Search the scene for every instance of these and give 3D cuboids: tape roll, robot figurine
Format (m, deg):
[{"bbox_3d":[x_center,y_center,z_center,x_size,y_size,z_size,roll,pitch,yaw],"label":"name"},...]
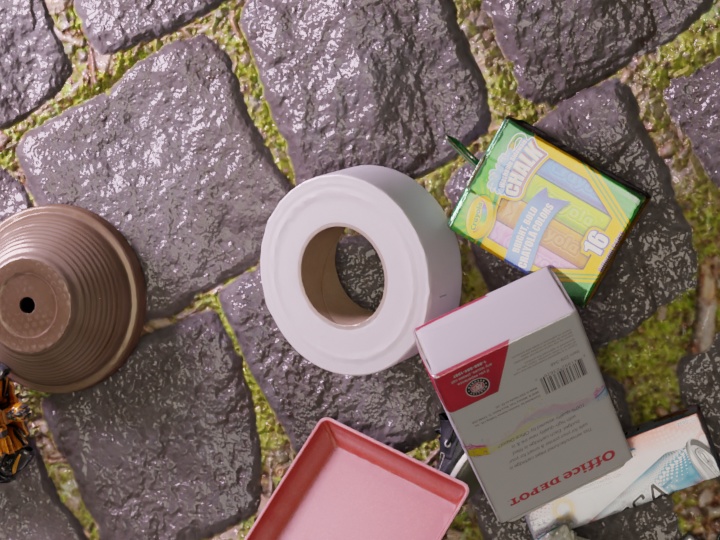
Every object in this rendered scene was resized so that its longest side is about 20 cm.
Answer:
[{"bbox_3d":[0.000,0.000,1.602,0.201,0.071,0.205,7,104,31],"label":"tape roll"},{"bbox_3d":[-0.440,0.169,1.730,0.198,0.058,0.146,-12,100,26],"label":"robot figurine"}]

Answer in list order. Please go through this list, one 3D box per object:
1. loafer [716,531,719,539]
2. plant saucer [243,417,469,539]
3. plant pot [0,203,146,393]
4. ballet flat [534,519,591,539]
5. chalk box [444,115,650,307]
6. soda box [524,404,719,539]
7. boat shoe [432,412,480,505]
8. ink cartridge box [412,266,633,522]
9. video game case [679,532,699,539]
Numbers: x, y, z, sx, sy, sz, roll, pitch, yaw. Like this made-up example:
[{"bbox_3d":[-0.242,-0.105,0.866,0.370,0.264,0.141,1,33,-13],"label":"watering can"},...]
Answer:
[{"bbox_3d":[0.408,0.238,1.557,0.072,0.063,0.200,39,93,4],"label":"loafer"},{"bbox_3d":[-0.011,0.269,1.610,0.199,0.037,0.201,21,71,37],"label":"plant saucer"},{"bbox_3d":[-0.333,0.032,1.698,0.199,0.093,0.203,1,94,13],"label":"plant pot"},{"bbox_3d":[0.251,0.316,1.567,0.199,0.072,0.072,39,101,-7],"label":"ballet flat"},{"bbox_3d":[0.164,-0.068,1.568,0.199,0.124,0.125,30,99,10],"label":"chalk box"},{"bbox_3d":[0.252,0.200,1.598,0.198,0.064,0.069,-22,89,13],"label":"soda box"},{"bbox_3d":[0.110,0.153,1.624,0.066,0.074,0.201,37,116,29],"label":"boat shoe"},{"bbox_3d":[0.153,0.118,1.513,0.146,0.086,0.201,-25,126,0],"label":"ink cartridge box"},{"bbox_3d":[0.327,0.396,1.617,0.182,0.023,0.200,44,101,6],"label":"video game case"}]
